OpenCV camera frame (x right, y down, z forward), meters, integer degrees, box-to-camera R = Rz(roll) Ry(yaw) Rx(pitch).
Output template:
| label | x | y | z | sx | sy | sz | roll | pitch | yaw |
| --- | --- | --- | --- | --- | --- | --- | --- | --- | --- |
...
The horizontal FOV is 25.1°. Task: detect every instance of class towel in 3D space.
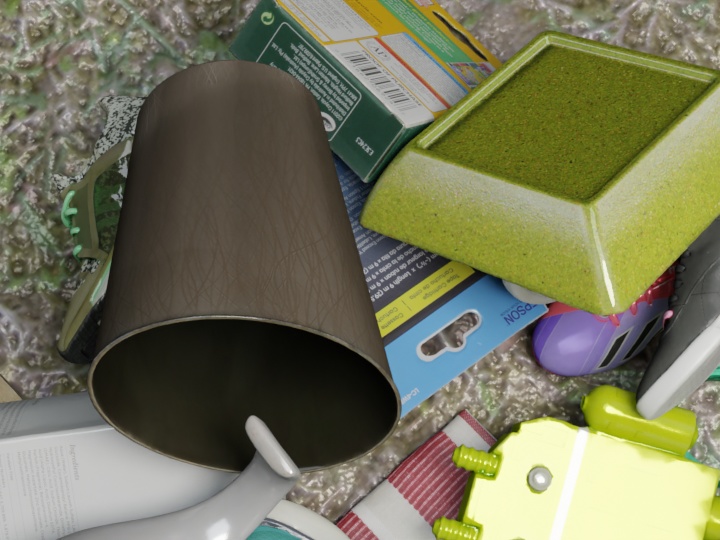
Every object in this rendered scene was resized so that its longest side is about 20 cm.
| label | x | y | z | sx | sy | sz | roll | pitch | yaw |
| --- | --- | --- | --- | --- | --- | --- | --- | --- | --- |
| towel | 0.043 | 0.203 | 1.020 | 0.200 | 0.023 | 0.144 | -41 | 75 | -13 |

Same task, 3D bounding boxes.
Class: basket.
| label | x | y | z | sx | sy | sz | roll | pitch | yaw |
| --- | --- | --- | --- | --- | --- | --- | --- | --- | --- |
| basket | -0.070 | -0.009 | 0.909 | 0.180 | 0.136 | 0.201 | 23 | 43 | -34 |

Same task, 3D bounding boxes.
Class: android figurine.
| label | x | y | z | sx | sy | sz | roll | pitch | yaw |
| --- | --- | --- | --- | --- | --- | --- | --- | --- | --- |
| android figurine | 0.144 | 0.162 | 0.990 | 0.199 | 0.041 | 0.183 | 19 | 82 | -3 |

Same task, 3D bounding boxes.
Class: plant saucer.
| label | x | y | z | sx | sy | sz | roll | pitch | yaw |
| --- | --- | --- | --- | --- | --- | --- | --- | --- | --- |
| plant saucer | 0.125 | -0.076 | 0.958 | 0.199 | 0.048 | 0.200 | 22 | 52 | 40 |

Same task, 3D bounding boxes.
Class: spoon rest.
| label | x | y | z | sx | sy | sz | roll | pitch | yaw |
| --- | --- | --- | --- | --- | --- | --- | --- | --- | --- |
| spoon rest | -0.112 | 0.160 | 0.872 | 0.200 | 0.061 | 0.099 | -40 | 70 | 5 |

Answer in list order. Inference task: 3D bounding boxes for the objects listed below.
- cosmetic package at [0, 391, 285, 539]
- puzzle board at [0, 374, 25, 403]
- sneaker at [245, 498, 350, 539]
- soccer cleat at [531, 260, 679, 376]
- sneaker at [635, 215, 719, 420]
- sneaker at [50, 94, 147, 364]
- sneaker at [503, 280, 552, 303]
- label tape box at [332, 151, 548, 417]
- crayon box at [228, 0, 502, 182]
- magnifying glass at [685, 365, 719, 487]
| label | x | y | z | sx | sy | sz | roll | pitch | yaw |
| --- | --- | --- | --- | --- | --- | --- | --- | --- | --- |
| cosmetic package | -0.146 | 0.119 | 0.990 | 0.199 | 0.113 | 0.081 | -6 | 99 | 0 |
| puzzle board | -0.333 | 0.078 | 1.064 | 0.151 | 0.017 | 0.200 | -44 | 77 | -11 |
| sneaker | 0.002 | 0.206 | 0.933 | 0.199 | 0.080 | 0.078 | 24 | 116 | -15 |
| soccer cleat | 0.202 | 0.006 | 1.051 | 0.199 | 0.076 | 0.067 | -23 | 74 | -7 |
| sneaker | 0.204 | -0.008 | 0.991 | 0.099 | 0.071 | 0.200 | 34 | 81 | 15 |
| sneaker | -0.165 | -0.033 | 1.056 | 0.088 | 0.077 | 0.201 | 12 | 67 | 18 |
| sneaker | 0.118 | -0.049 | 1.036 | 0.099 | 0.071 | 0.200 | 33 | 39 | 18 |
| label tape box | 0.000 | 0.000 | 1.038 | 0.143 | 0.066 | 0.200 | -34 | 73 | -28 |
| crayon box | 0.018 | -0.130 | 1.066 | 0.126 | 0.200 | 0.052 | 45 | 119 | 13 |
| magnifying glass | 0.181 | 0.113 | 1.037 | 0.199 | 0.022 | 0.080 | -14 | 71 | -9 |
